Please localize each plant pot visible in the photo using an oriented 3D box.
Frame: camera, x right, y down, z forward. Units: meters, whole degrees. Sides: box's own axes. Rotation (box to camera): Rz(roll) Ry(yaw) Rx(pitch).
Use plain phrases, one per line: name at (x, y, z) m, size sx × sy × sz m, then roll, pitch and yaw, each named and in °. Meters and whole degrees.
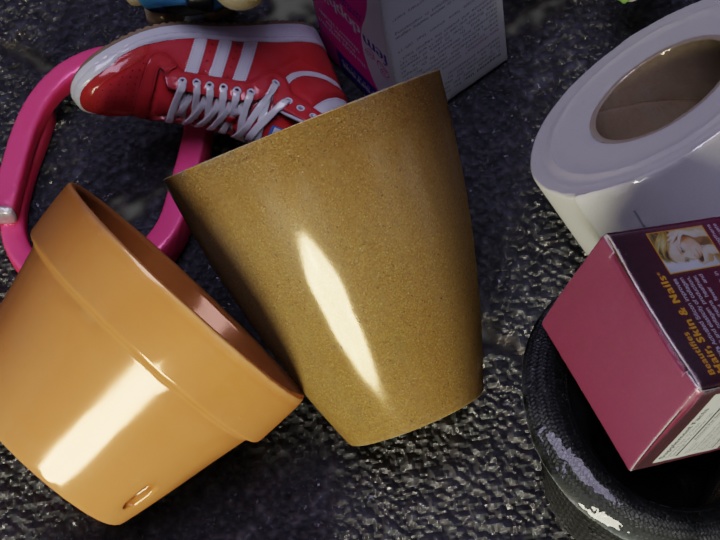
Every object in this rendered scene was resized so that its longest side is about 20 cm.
plant pot at (0.000, 0.000, 1.188) m, size 0.186 × 0.186 × 0.201 m, roll -23°, pitch 93°, yaw -5°
plant pot at (-0.154, 0.062, 1.184) m, size 0.140 × 0.200 × 0.200 m, roll -47°, pitch 64°, yaw -1°

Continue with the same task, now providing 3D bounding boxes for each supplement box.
supplement box at (0.223, 0.034, 1.106) m, size 0.199 × 0.086 × 0.111 m, roll -9°, pitch 57°, yaw -33°
supplement box at (0.029, -0.205, 1.295) m, size 0.103 × 0.200 × 0.101 m, roll -37°, pitch 62°, yaw -12°

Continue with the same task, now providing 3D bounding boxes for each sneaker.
sneaker at (-0.092, -0.110, 1.302) m, size 0.199 × 0.071 × 0.113 m, roll -12°, pitch 59°, yaw -31°

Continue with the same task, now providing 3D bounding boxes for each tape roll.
tape roll at (0.209, -0.091, 1.216) m, size 0.202 × 0.071 × 0.203 m, roll -30°, pitch 25°, yaw 16°

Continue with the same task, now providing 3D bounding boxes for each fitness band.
fitness band at (-0.181, -0.072, 1.342) m, size 0.143 × 0.037 × 0.201 m, roll 6°, pitch 62°, yaw 11°

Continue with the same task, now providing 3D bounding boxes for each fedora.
fedora at (0.167, 0.102, 1.148) m, size 0.200 × 0.092 × 0.201 m, roll 14°, pitch 47°, yaw -16°

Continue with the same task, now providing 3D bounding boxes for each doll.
doll at (-0.098, -0.200, 1.317) m, size 0.136 × 0.200 × 0.049 m, roll -16°, pitch 98°, yaw -13°

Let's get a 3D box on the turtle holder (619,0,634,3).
turtle holder at (0.147, -0.272, 1.368) m, size 0.186 × 0.141 × 0.132 m, roll 45°, pitch 87°, yaw -6°
